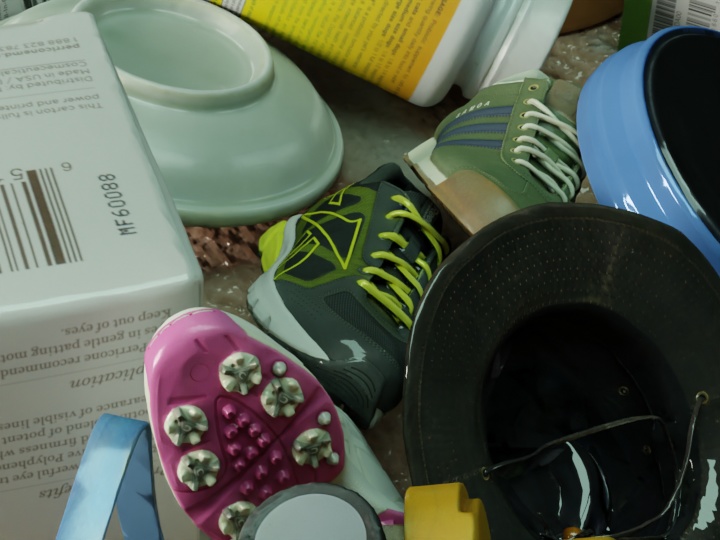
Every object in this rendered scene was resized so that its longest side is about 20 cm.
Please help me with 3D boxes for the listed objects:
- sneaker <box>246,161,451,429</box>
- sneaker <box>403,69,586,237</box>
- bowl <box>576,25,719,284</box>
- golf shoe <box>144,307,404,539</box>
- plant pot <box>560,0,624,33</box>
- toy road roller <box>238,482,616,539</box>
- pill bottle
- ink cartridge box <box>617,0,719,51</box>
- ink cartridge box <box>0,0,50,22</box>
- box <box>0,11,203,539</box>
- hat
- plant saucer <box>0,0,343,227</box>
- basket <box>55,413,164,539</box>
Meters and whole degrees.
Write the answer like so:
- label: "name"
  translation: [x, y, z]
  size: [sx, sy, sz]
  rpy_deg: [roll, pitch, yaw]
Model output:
- label: "sneaker"
  translation: [0.000, 0.000, 1.085]
  size: [0.085, 0.074, 0.200]
  rpy_deg: [-41, 20, 9]
- label: "sneaker"
  translation: [0.076, -0.056, 1.139]
  size: [0.090, 0.067, 0.200]
  rpy_deg: [-41, 12, 3]
- label: "bowl"
  translation: [0.190, -0.032, 1.145]
  size: [0.201, 0.039, 0.201]
  rpy_deg: [28, 40, -26]
- label: "golf shoe"
  translation: [-0.036, 0.076, 0.993]
  size: [0.075, 0.200, 0.092]
  rpy_deg: [-34, 40, 0]
- label: "plant pot"
  translation: [0.085, -0.248, 1.370]
  size: [0.200, 0.140, 0.200]
  rpy_deg: [3, 42, -3]
- label: "toy road roller"
  translation: [0.035, 0.173, 0.894]
  size: [0.146, 0.123, 0.200]
  rpy_deg: [-7, 52, 6]
- label: "pill bottle"
  translation: [0.008, -0.158, 1.270]
  size: [0.200, 0.109, 0.109]
  rpy_deg: [26, 45, -2]
- label: "ink cartridge box"
  translation: [0.221, -0.215, 1.341]
  size: [0.076, 0.148, 0.200]
  rpy_deg: [20, 44, 17]
- label: "ink cartridge box"
  translation: [-0.225, -0.194, 1.307]
  size: [0.146, 0.084, 0.200]
  rpy_deg: [29, 44, 36]
- label: "box"
  translation: [-0.186, 0.019, 1.036]
  size: [0.199, 0.171, 0.200]
  rpy_deg: [-10, 42, -15]
- label: "hat"
  translation: [0.088, 0.073, 1.046]
  size: [0.200, 0.081, 0.201]
  rpy_deg: [4, 81, -24]
- label: "plant saucer"
  translation: [-0.101, -0.097, 1.224]
  size: [0.200, 0.050, 0.200]
  rpy_deg: [13, 31, -8]
- label: "basket"
  translation: [-0.109, 0.172, 0.886]
  size: [0.139, 0.176, 0.200]
  rpy_deg: [9, 62, 6]
